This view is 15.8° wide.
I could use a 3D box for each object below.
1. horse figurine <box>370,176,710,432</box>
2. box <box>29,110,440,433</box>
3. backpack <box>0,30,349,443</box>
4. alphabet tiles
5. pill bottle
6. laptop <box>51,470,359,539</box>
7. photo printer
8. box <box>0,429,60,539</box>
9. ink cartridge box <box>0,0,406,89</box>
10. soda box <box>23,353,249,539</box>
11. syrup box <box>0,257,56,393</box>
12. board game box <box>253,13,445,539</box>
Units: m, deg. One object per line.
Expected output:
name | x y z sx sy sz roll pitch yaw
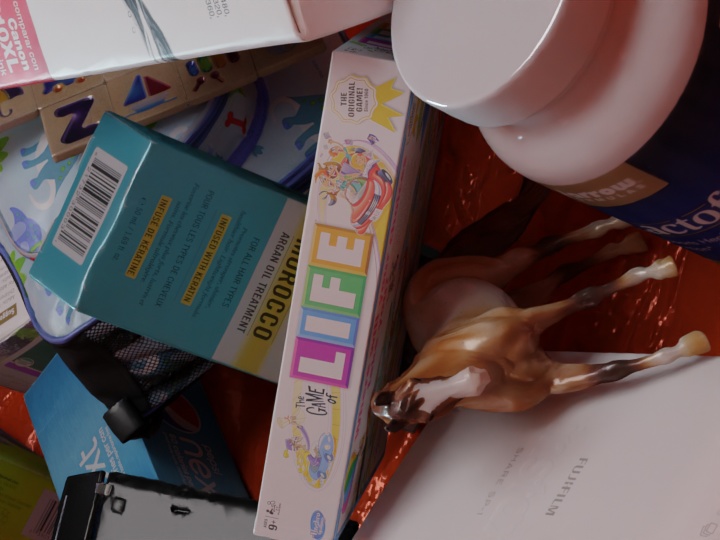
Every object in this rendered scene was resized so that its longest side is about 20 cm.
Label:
horse figurine | 0.063 0.016 1.074 0.132 0.050 0.200 -20 21 2
box | -0.043 0.004 1.161 0.049 0.200 0.082 32 98 53
backpack | -0.086 -0.055 1.253 0.200 0.147 0.183 -33 47 1
alphabet tiles | -0.128 -0.118 1.217 0.200 0.008 0.167 -23 47 2
pill bottle | 0.115 -0.077 1.015 0.116 0.200 0.116 -24 57 42
laptop | -0.093 0.189 1.189 0.199 0.103 0.178 8 81 24
photo printer | 0.092 0.108 1.024 0.200 0.069 0.167 1 48 50
box | -0.234 0.095 1.404 0.200 0.122 0.048 25 87 50
ink cartridge box | -0.051 -0.139 1.064 0.200 0.145 0.085 -3 106 46
soda box | -0.102 0.116 1.288 0.068 0.064 0.200 -49 42 23
syrup box | -0.174 -0.035 1.428 0.081 0.079 0.200 -31 52 36
board game box | 0.000 0.000 1.080 0.134 0.034 0.201 -52 -28 -75
